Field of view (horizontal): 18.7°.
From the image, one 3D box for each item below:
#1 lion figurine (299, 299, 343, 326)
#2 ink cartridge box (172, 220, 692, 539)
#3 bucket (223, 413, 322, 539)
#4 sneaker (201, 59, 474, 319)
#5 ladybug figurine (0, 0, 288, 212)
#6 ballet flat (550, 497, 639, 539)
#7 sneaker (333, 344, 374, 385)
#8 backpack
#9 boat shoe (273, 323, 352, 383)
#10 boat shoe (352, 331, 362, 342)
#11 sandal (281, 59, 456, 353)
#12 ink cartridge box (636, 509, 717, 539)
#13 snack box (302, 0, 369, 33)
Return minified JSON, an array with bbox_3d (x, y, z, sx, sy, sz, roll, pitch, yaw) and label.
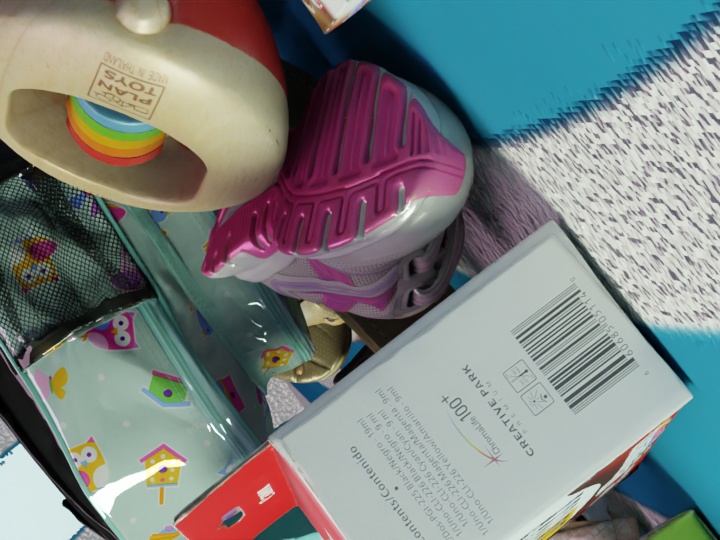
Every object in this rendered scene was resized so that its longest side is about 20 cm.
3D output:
[{"bbox_3d":[-0.038,-0.051,1.159,0.123,0.072,0.200,48,-169,-27],"label":"lion figurine"},{"bbox_3d":[0.026,0.085,0.854,0.084,0.175,0.200,52,174,11],"label":"ink cartridge box"},{"bbox_3d":[0.011,0.169,1.353,0.135,0.207,0.207,66,170,-20],"label":"bucket"},{"bbox_3d":[0.007,-0.027,0.883,0.088,0.082,0.200,19,170,-18],"label":"sneaker"},{"bbox_3d":[-0.088,-0.080,0.850,0.135,0.072,0.200,22,166,-9],"label":"ladybug figurine"},{"bbox_3d":[0.098,0.120,1.130,0.200,0.067,0.063,-149,51,-66],"label":"ballet flat"},{"bbox_3d":[0.042,0.062,1.184,0.087,0.074,0.200,43,180,3],"label":"sneaker"},{"bbox_3d":[-0.105,0.030,1.030,0.176,0.153,0.201,88,158,-83],"label":"backpack"},{"bbox_3d":[-0.085,-0.003,1.218,0.200,0.072,0.068,30,-177,18],"label":"boat shoe"},{"bbox_3d":[-0.045,0.012,1.287,0.200,0.092,0.075,148,113,-84],"label":"boat shoe"},{"bbox_3d":[-0.004,0.003,1.016,0.212,0.078,0.070,49,147,4],"label":"sandal"},{"bbox_3d":[0.098,0.184,0.987,0.076,0.148,0.200,55,174,7],"label":"ink cartridge box"},{"bbox_3d":[-0.058,-0.174,0.759,0.200,0.024,0.072,54,173,-2],"label":"snack box"}]
